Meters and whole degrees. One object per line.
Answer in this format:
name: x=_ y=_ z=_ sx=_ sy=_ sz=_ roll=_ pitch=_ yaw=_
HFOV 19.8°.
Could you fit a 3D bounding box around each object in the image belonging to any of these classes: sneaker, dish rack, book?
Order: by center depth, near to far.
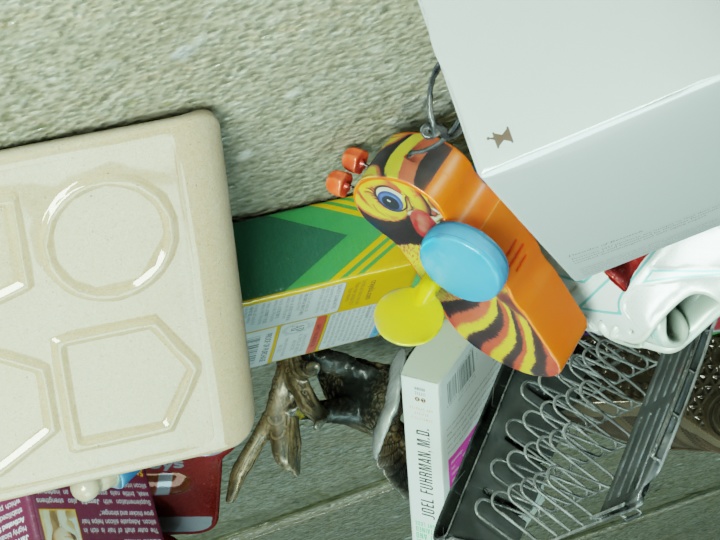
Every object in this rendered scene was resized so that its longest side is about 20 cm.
sneaker: x=0.137 y=0.009 z=1.120 sx=0.200 sy=0.081 sz=0.070 roll=-19 pitch=164 yaw=38
dish rack: x=0.126 y=0.087 z=1.185 sx=0.054 sy=0.154 sz=0.200 roll=29 pitch=155 yaw=-12
sneaker: x=0.209 y=0.083 z=1.317 sx=0.199 sy=0.071 sz=0.076 roll=11 pitch=161 yaw=25
book: x=0.071 y=0.108 z=1.320 sx=0.048 sy=0.134 sz=0.201 roll=14 pitch=129 yaw=23

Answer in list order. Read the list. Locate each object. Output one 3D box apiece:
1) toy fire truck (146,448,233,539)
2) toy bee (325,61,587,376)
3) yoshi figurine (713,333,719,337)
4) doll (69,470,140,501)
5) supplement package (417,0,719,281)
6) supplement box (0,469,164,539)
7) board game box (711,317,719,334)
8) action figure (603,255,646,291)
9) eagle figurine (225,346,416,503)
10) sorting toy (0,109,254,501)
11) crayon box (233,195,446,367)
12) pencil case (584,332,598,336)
toy fire truck: x=-0.180 y=0.124 z=1.293 sx=0.199 sy=0.113 sz=0.168 roll=2 pitch=141 yaw=-6
toy bee: x=0.043 y=-0.034 z=1.066 sx=0.108 sy=0.201 sz=0.131 roll=8 pitch=-151 yaw=38
yoshi figurine: x=0.286 y=0.025 z=1.375 sx=0.111 sy=0.200 sz=0.113 roll=6 pitch=133 yaw=21
doll: x=-0.144 y=0.056 z=1.102 sx=0.048 sy=0.137 sz=0.200 roll=-21 pitch=149 yaw=38
supplement package: x=0.111 y=-0.089 z=0.916 sx=0.119 sy=0.122 sz=0.200 roll=-21 pitch=163 yaw=12
supplement box: x=-0.182 y=0.119 z=1.135 sx=0.085 sy=0.201 sz=0.110 roll=-26 pitch=161 yaw=28
board game box: x=0.227 y=-0.038 z=1.220 sx=0.095 sy=0.030 sz=0.201 roll=-17 pitch=137 yaw=-5
action figure: x=0.180 y=-0.081 z=1.026 sx=0.200 sy=0.065 sz=0.052 roll=-48 pitch=161 yaw=3
eagle figurine: x=0.017 y=0.084 z=1.357 sx=0.199 sy=0.151 sz=0.152 roll=15 pitch=135 yaw=-41
sorting toy: x=-0.154 y=0.023 z=0.999 sx=0.199 sy=0.036 sz=0.186 roll=-14 pitch=120 yaw=-16
crayon box: x=0.000 y=0.000 z=1.196 sx=0.199 sy=0.052 sz=0.126 roll=-13 pitch=162 yaw=-12
pencil case: x=0.171 y=0.027 z=1.377 sx=0.200 sy=0.084 sz=0.086 roll=-37 pitch=-173 yaw=44
